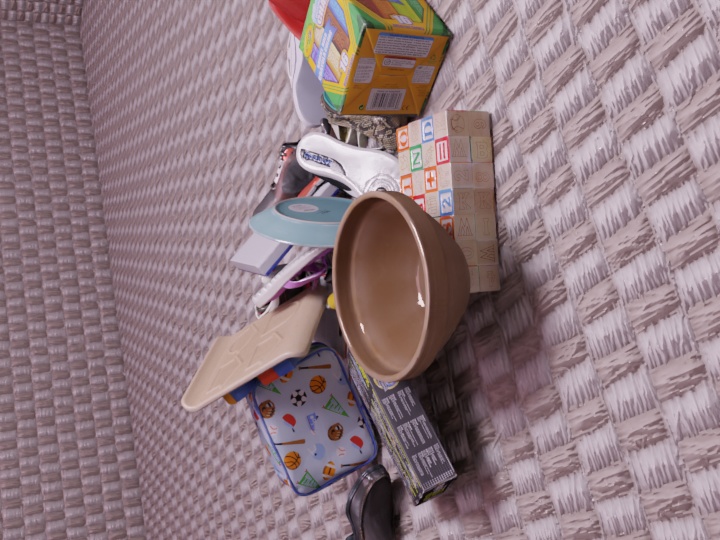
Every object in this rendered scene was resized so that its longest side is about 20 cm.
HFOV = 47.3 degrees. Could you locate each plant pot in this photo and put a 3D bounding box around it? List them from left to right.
[{"bbox_3d":[0.054,0.014,0.886,0.200,0.092,0.203,17,110,60],"label":"plant pot"}]

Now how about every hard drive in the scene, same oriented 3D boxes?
[{"bbox_3d":[-0.108,-0.078,1.258,0.200,0.025,0.132,-51,24,-14],"label":"hard drive"}]

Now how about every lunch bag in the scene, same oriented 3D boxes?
[{"bbox_3d":[-0.066,0.213,1.183,0.201,0.159,0.075,68,161,-10],"label":"lunch bag"}]

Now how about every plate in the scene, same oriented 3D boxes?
[{"bbox_3d":[-0.048,-0.071,1.089,0.200,0.199,0.026,37,129,57],"label":"plate"}]

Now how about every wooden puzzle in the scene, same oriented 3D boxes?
[{"bbox_3d":[-0.137,0.114,1.148,0.046,0.199,0.186,56,-158,-19],"label":"wooden puzzle"}]

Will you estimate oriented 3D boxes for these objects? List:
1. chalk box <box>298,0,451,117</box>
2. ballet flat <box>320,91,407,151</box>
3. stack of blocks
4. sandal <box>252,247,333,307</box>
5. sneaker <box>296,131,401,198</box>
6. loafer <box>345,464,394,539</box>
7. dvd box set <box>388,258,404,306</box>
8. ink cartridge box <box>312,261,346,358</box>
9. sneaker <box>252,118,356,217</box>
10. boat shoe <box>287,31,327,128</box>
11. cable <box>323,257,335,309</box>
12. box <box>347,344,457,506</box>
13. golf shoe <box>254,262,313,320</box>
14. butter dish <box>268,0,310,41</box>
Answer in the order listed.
[{"bbox_3d":[0.006,-0.304,1.042,0.201,0.124,0.124,63,145,37],"label":"chalk box"},{"bbox_3d":[-0.001,-0.202,1.138,0.200,0.067,0.076,33,131,54],"label":"ballet flat"},{"bbox_3d":[0.099,-0.074,0.952,0.115,0.058,0.202,-5,89,64],"label":"stack of blocks"},{"bbox_3d":[-0.077,0.004,1.143,0.050,0.082,0.202,49,135,-5],"label":"sandal"},{"bbox_3d":[0.018,-0.124,1.108,0.199,0.112,0.073,31,96,22],"label":"sneaker"},{"bbox_3d":[0.023,0.361,1.152,0.072,0.072,0.201,39,137,45],"label":"loafer"},{"bbox_3d":[0.034,0.040,1.061,0.200,0.029,0.148,-171,74,-79],"label":"dvd box set"},{"bbox_3d":[-0.046,0.057,1.270,0.200,0.050,0.110,22,112,60],"label":"ink cartridge box"},{"bbox_3d":[-0.100,-0.150,1.223,0.200,0.082,0.077,-42,23,12],"label":"sneaker"},{"bbox_3d":[-0.078,-0.309,1.281,0.065,0.073,0.202,145,128,-64],"label":"boat shoe"},{"bbox_3d":[0.000,0.000,1.078,0.200,0.050,0.098,-13,54,67],"label":"cable"},{"bbox_3d":[0.045,0.179,1.002,0.201,0.044,0.160,62,169,20],"label":"box"},{"bbox_3d":[-0.127,0.075,1.282,0.077,0.087,0.201,46,133,50],"label":"golf shoe"},{"bbox_3d":[-0.107,-0.466,1.189,0.201,0.147,0.200,-58,40,21],"label":"butter dish"}]
